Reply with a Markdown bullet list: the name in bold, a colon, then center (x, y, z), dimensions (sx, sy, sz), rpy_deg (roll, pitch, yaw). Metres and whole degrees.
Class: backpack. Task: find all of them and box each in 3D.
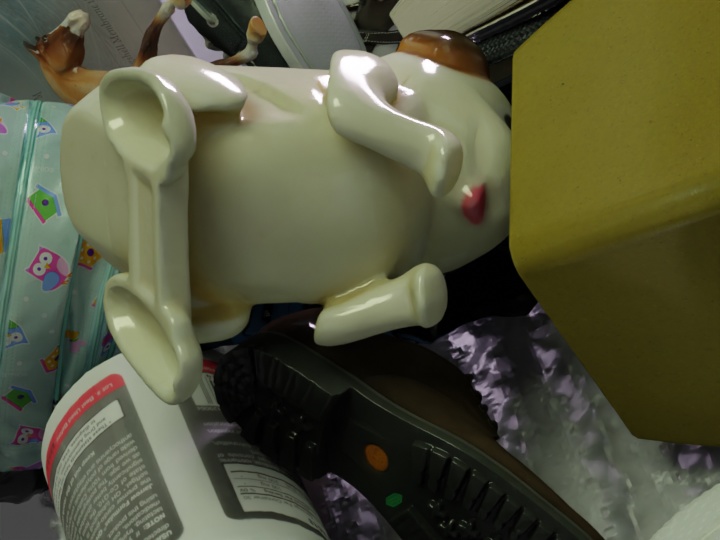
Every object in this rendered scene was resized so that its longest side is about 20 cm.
- **backpack**: center (-0.164, 0.000, 1.275), dimensions (0.126, 0.200, 0.167), rpy_deg (5, 46, -11)

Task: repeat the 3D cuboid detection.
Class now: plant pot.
- **plant pot**: center (0.170, -0.036, 1.109), dimensions (0.176, 0.200, 0.200), rpy_deg (-19, 43, 22)

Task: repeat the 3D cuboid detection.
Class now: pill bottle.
- **pill bottle**: center (-0.069, 0.132, 1.155), dimensions (0.111, 0.111, 0.200), rpy_deg (-31, 41, 2)

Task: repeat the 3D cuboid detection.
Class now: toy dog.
- **toy dog**: center (-0.019, -0.034, 1.131), dimensions (0.200, 0.140, 0.194), rpy_deg (-9, 13, -24)

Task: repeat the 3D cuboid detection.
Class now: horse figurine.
- **horse figurine**: center (-0.070, -0.064, 1.298), dimensions (0.132, 0.200, 0.050), rpy_deg (-31, 20, 43)

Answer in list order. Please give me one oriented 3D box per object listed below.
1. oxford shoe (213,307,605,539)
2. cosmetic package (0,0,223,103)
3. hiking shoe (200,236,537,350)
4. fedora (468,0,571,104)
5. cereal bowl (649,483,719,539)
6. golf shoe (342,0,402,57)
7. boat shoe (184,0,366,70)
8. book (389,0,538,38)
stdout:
- **oxford shoe**: center (0.039, 0.077, 1.135), dimensions (0.200, 0.073, 0.084), rpy_deg (38, 42, 13)
- **cosmetic package**: center (-0.191, -0.123, 1.409), dimensions (0.200, 0.199, 0.123), rpy_deg (-23, 42, 11)
- **hiking shoe**: center (0.000, 0.000, 1.214), dimensions (0.200, 0.075, 0.087), rpy_deg (-16, 36, -31)
- **fedora**: center (0.118, -0.094, 1.250), dimensions (0.200, 0.092, 0.201), rpy_deg (-27, 6, 3)
- **cereal bowl**: center (0.177, 0.148, 1.008), dimensions (0.200, 0.083, 0.200), rpy_deg (-16, 44, 17)
- **golf shoe**: center (-0.009, -0.119, 1.374), dimensions (0.078, 0.095, 0.200), rpy_deg (8, 57, 36)
- **boat shoe**: center (-0.063, -0.146, 1.314), dimensions (0.060, 0.200, 0.076), rpy_deg (-31, 0, 29)
- **book**: center (0.118, -0.172, 1.237), dimensions (0.200, 0.048, 0.134), rpy_deg (-33, 3, -43)
